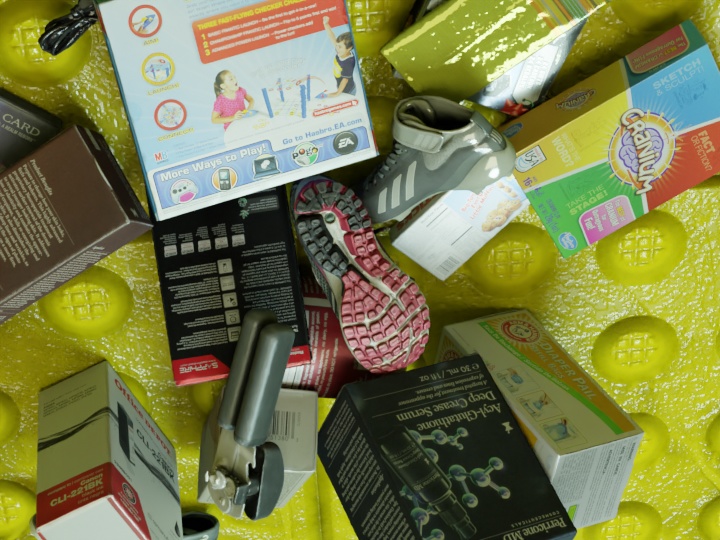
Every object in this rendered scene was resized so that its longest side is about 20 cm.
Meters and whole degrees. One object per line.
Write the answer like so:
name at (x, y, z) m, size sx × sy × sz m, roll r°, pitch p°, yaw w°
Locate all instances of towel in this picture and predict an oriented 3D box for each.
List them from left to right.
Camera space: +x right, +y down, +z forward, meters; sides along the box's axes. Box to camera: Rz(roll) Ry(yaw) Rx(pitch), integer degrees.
towel at (0.120, -0.214, 1.403) m, size 0.200 × 0.018 × 0.086 m, roll -33°, pitch 118°, yaw 18°

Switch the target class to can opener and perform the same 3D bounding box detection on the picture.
can opener at (-0.092, 0.126, 1.457) m, size 0.066 × 0.053 × 0.200 m, roll -10°, pitch 123°, yaw -39°

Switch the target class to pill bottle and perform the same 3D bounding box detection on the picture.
pill bottle at (-0.060, 0.061, 1.572) m, size 0.199 × 0.113 × 0.113 m, roll 6°, pitch 125°, yaw -10°

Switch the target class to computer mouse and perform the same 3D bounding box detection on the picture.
computer mouse at (-0.168, -0.171, 1.429) m, size 0.110 × 0.044 × 0.200 m, roll -45°, pitch 119°, yaw 6°

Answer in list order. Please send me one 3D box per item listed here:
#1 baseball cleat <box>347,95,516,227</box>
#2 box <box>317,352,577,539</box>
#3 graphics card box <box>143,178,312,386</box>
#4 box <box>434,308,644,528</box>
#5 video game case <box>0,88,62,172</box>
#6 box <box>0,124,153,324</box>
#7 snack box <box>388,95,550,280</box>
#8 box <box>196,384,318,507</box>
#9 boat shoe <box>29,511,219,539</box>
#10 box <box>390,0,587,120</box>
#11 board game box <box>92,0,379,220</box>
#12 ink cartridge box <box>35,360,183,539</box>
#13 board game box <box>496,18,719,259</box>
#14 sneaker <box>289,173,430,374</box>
baseball cleat at (0.042, -0.101, 1.467) m, size 0.200 × 0.070 × 0.106 m, roll -18°, pitch 126°, yaw 39°
box at (0.072, 0.195, 1.508) m, size 0.148 × 0.200 × 0.107 m, roll -12°, pitch 149°, yaw -29°
graphics card box at (-0.118, -0.006, 1.486) m, size 0.125 × 0.051 × 0.201 m, roll -10°, pitch 89°, yaw 0°
box at (0.159, 0.142, 1.594) m, size 0.101 × 0.200 × 0.113 m, roll -11°, pitch 130°, yaw -30°
video game case at (-0.375, -0.089, 1.481) m, size 0.143 × 0.019 × 0.200 m, roll 27°, pitch 118°, yaw -25°
box at (-0.293, -0.030, 1.451) m, size 0.200 × 0.075 × 0.100 m, roll -31°, pitch 82°, yaw 10°
snack box at (0.120, -0.075, 1.549) m, size 0.072 × 0.024 × 0.200 m, roll 35°, pitch 115°, yaw -28°
box at (-0.101, 0.172, 1.607) m, size 0.095 × 0.078 × 0.200 m, roll 5°, pitch 162°, yaw -11°
boat shoe at (-0.239, 0.263, 1.727) m, size 0.200 × 0.073 × 0.062 m, roll 15°, pitch 120°, yaw -24°
box at (0.126, -0.234, 1.423) m, size 0.137 × 0.040 × 0.200 m, roll 17°, pitch 123°, yaw -18°
board game box at (-0.103, -0.164, 1.394) m, size 0.200 × 0.056 × 0.196 m, roll -17°, pitch 118°, yaw -9°
ink cartridge box at (-0.239, 0.207, 1.605) m, size 0.084 × 0.200 × 0.144 m, roll -26°, pitch 125°, yaw 8°
board game box at (0.236, -0.114, 1.498) m, size 0.200 × 0.040 × 0.153 m, roll -30°, pitch 135°, yaw 8°
sneaker at (0.000, 0.000, 1.491) m, size 0.080 × 0.075 × 0.200 m, roll -26°, pitch 109°, yaw -5°
